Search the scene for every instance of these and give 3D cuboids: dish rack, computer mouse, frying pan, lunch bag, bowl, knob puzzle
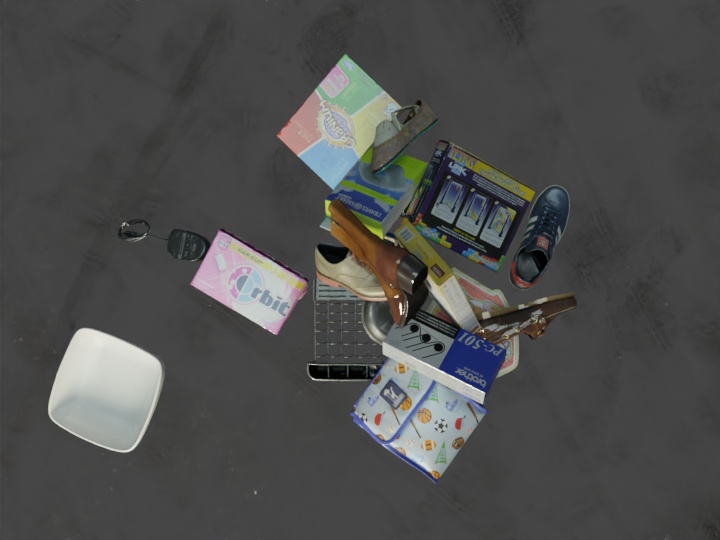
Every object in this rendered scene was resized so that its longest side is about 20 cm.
[{"bbox_3d":[-0.024,0.102,1.517,0.149,0.055,0.206,0,90,4],"label":"dish rack"},{"bbox_3d":[-0.378,-0.058,1.563,0.196,0.034,0.060,15,90,12],"label":"computer mouse"},{"bbox_3d":[0.085,0.057,1.497,0.189,0.031,0.116,-39,98,-15],"label":"frying pan"},{"bbox_3d":[0.103,0.251,1.462,0.199,0.124,0.171,37,93,-5],"label":"lunch bag"},{"bbox_3d":[-0.476,0.225,1.549,0.196,0.075,0.204,22,92,5],"label":"bowl"},{"bbox_3d":[0.209,0.123,1.508,0.214,0.030,0.226,0,90,5],"label":"knob puzzle"}]

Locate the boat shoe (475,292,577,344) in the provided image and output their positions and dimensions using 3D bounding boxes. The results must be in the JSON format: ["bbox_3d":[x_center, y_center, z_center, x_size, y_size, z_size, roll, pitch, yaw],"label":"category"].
[{"bbox_3d":[0.303,0.093,1.471,0.195,0.070,0.072,-16,77,1],"label":"boat shoe"}]

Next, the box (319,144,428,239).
[{"bbox_3d":[0.025,-0.137,1.444,0.120,0.048,0.201,22,53,22],"label":"box"}]

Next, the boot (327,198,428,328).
[{"bbox_3d":[0.018,-0.006,1.357,0.199,0.189,0.069,37,71,21],"label":"boot"}]

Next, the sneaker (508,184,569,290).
[{"bbox_3d":[0.331,-0.059,1.468,0.073,0.085,0.204,20,92,5],"label":"sneaker"}]

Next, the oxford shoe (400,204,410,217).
[{"bbox_3d":[0.151,-0.131,1.498,0.195,0.058,0.077,-4,86,3],"label":"oxford shoe"}]

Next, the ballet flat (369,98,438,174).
[{"bbox_3d":[0.066,-0.248,1.459,0.200,0.067,0.068,-45,107,-37],"label":"ballet flat"}]

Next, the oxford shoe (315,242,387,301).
[{"bbox_3d":[0.000,0.000,1.463,0.196,0.076,0.071,11,50,22],"label":"oxford shoe"}]

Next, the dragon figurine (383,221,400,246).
[{"bbox_3d":[0.026,-0.088,1.494,0.097,0.202,0.060,8,126,-25],"label":"dragon figurine"}]

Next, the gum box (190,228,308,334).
[{"bbox_3d":[-0.203,0.023,1.515,0.197,0.066,0.115,30,93,-4],"label":"gum box"}]

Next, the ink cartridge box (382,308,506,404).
[{"bbox_3d":[0.144,0.141,1.399,0.197,0.045,0.095,25,59,19],"label":"ink cartridge box"}]

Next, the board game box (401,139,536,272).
[{"bbox_3d":[0.194,-0.114,1.454,0.197,0.057,0.168,25,94,-22],"label":"board game box"}]

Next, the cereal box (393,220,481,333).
[{"bbox_3d":[0.136,0.019,1.405,0.039,0.201,0.144,-37,54,-1],"label":"cereal box"}]

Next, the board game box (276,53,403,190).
[{"bbox_3d":[-0.038,-0.276,1.521,0.153,0.040,0.201,41,94,4],"label":"board game box"}]
